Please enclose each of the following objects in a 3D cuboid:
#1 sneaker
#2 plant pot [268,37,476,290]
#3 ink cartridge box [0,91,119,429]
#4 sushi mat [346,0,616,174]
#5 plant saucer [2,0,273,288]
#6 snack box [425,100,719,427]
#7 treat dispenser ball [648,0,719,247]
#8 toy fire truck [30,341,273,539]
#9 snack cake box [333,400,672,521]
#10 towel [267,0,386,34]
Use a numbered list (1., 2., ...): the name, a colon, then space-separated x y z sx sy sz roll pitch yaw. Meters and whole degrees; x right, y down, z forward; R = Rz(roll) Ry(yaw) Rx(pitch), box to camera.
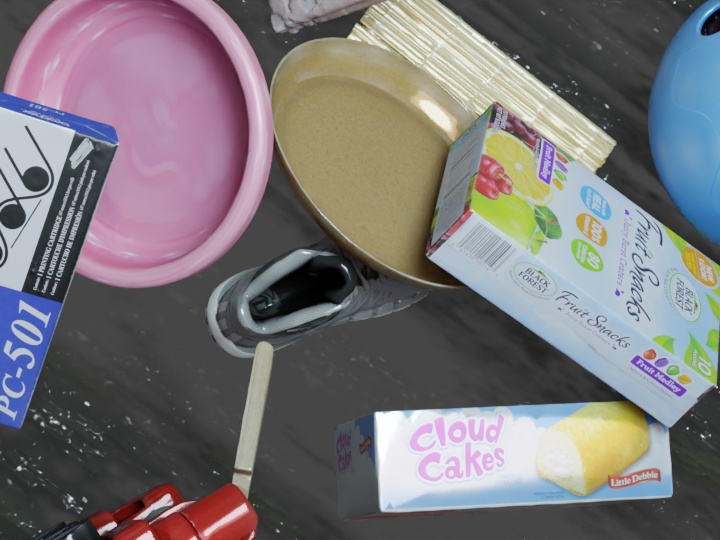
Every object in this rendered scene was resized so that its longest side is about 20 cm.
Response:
1. sneaker: 0.000 0.000 1.582 0.200 0.115 0.075 -28 91 -15
2. plant pot: 0.018 -0.065 1.579 0.200 0.027 0.200 24 43 -24
3. ink cartridge box: -0.228 -0.007 1.522 0.094 0.044 0.200 17 105 -14
4. sushi mat: 0.077 -0.111 1.667 0.200 0.012 0.096 37 78 -7
5. plant saucer: -0.138 -0.090 1.547 0.200 0.051 0.201 3 96 27
6. snack box: 0.143 -0.006 1.565 0.200 0.053 0.142 36 33 -13
7. treat dispenser ball: 0.294 -0.101 1.623 0.201 0.201 0.201 2 83 -14
8. toy fire truck: -0.116 0.152 1.505 0.200 0.176 0.129 -32 91 -16
9. snack cake box: 0.092 0.125 1.592 0.200 0.115 0.067 -2 84 -15
10. towel: -0.006 -0.272 1.582 0.032 0.191 0.200 -1 83 -43
